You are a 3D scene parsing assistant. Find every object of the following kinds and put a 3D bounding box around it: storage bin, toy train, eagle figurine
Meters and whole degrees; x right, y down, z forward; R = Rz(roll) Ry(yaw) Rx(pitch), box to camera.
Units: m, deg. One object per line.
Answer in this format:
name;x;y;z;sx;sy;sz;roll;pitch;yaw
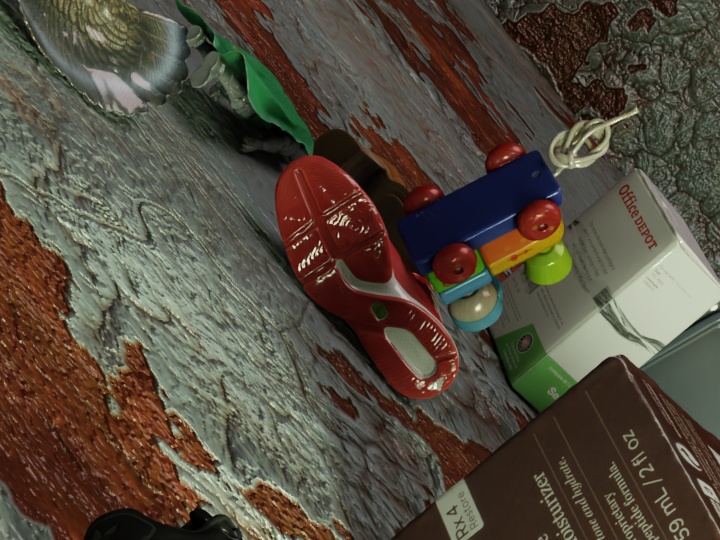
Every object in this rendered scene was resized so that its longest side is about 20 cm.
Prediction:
storage bin;0.307;0.145;1.852;0.145;0.199;0.135;34;32;-48
toy train;0.136;-0.036;1.521;0.116;0.199;0.085;61;2;-47
eagle figurine;-0.195;-0.206;1.337;0.201;0.150;0.153;82;24;-57

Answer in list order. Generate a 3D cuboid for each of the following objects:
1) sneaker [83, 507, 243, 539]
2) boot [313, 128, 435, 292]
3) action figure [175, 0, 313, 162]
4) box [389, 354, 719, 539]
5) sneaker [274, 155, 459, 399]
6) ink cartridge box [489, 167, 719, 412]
sneaker;-0.052;0.154;0.901;0.200;0.069;0.100;36;17;-48
boot;0.044;-0.021;1.669;0.155;0.073;0.201;41;19;-49
action figure;-0.084;-0.132;1.582;0.119;0.055;0.200;57;8;30
box;0.142;0.194;1.139;0.164;0.200;0.166;38;18;-40
sneaker;0.000;0.000;1.504;0.201;0.078;0.116;61;3;-9
ink cartridge box;0.218;0.025;1.826;0.084;0.200;0.146;42;17;-28
